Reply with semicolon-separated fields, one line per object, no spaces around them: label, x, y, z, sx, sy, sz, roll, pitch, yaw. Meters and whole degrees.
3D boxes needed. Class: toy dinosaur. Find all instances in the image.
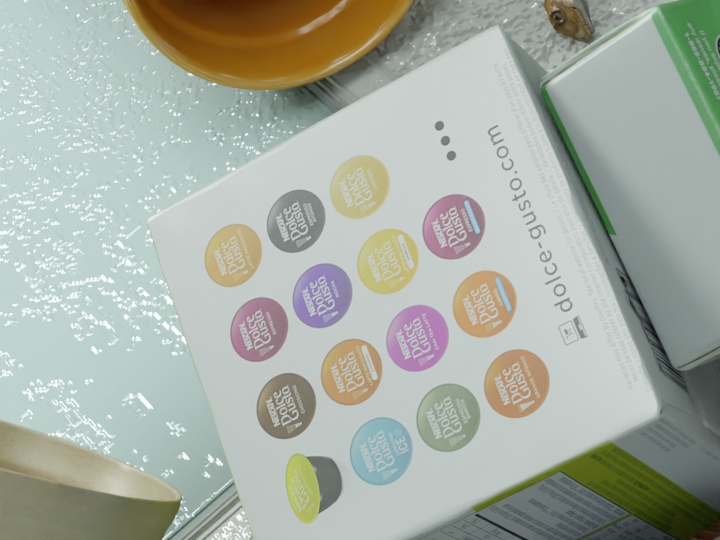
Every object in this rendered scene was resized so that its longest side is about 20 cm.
toy dinosaur;0.133;-0.232;1.457;0.106;0.060;0.201;-15;50;17

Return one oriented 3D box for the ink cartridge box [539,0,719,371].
ink cartridge box;0.197;-0.056;1.095;0.084;0.200;0.146;-34;79;44

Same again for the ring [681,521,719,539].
ring;0.211;0.057;1.225;0.199;0.019;0.201;-14;49;16

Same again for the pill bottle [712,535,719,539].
pill bottle;0.176;0.178;1.086;0.199;0.112;0.112;-30;48;0

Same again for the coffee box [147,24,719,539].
coffee box;0.050;0.042;1.142;0.197;0.200;0.200;-27;67;15

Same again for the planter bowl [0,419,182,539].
planter bowl;-0.198;0.141;1.133;0.200;0.200;0.135;18;91;34

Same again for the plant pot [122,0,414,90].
plant pot;-0.074;-0.239;1.486;0.200;0.201;0.183;-32;33;-1
